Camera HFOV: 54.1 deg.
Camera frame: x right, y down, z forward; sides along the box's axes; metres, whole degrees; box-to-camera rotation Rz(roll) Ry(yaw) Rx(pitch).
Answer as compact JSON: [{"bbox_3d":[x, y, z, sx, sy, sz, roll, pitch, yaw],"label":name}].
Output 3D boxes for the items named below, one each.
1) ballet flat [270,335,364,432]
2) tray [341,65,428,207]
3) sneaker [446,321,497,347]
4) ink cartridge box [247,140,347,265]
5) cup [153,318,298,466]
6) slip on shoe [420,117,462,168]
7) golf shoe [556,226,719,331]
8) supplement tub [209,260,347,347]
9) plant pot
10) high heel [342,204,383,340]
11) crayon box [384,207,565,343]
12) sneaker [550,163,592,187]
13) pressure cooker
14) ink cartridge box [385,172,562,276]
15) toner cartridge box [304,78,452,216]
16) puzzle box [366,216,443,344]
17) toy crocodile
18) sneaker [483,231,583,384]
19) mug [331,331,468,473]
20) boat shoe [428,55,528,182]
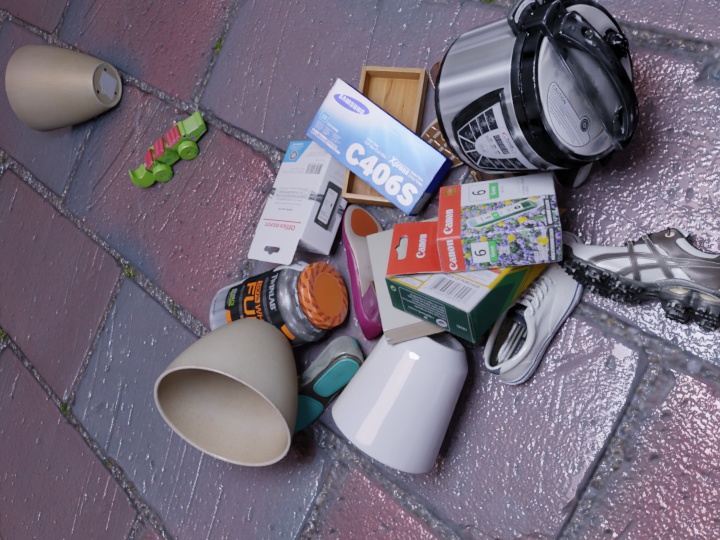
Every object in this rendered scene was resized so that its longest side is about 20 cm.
[{"bbox_3d":[-0.069,0.173,1.056,0.200,0.067,0.064,-43,30,20],"label":"ballet flat"},{"bbox_3d":[0.038,-0.199,1.052,0.097,0.037,0.204,7,84,17],"label":"tray"},{"bbox_3d":[0.115,0.028,0.947,0.085,0.079,0.199,-38,43,-19],"label":"sneaker"},{"bbox_3d":[-0.087,-0.095,1.090,0.115,0.067,0.203,8,74,46],"label":"ink cartridge box"},{"bbox_3d":[-0.165,0.153,0.989,0.198,0.201,0.144,-17,31,32],"label":"cup"},{"bbox_3d":[0.161,-0.210,0.967,0.076,0.061,0.200,50,131,-1],"label":"slip on shoe"},{"bbox_3d":[0.318,-0.008,0.790,0.197,0.078,0.096,21,80,23],"label":"golf shoe"},{"bbox_3d":[-0.124,0.059,1.075,0.198,0.122,0.125,-19,68,32],"label":"supplement tub"},{"bbox_3d":[-0.630,-0.404,1.547,0.196,0.187,0.191,3,80,22],"label":"plant pot"},{"bbox_3d":[0.000,0.000,1.044,0.097,0.066,0.202,115,152,-46],"label":"high heel"},{"bbox_3d":[0.141,-0.013,0.839,0.125,0.052,0.200,22,53,41],"label":"crayon box"},{"bbox_3d":[0.279,-0.203,0.867,0.075,0.080,0.204,22,112,52],"label":"sneaker"},{"bbox_3d":[0.197,-0.198,0.765,0.199,0.173,0.182,6,98,56],"label":"pressure cooker"},{"bbox_3d":[0.125,-0.052,0.807,0.196,0.051,0.110,-6,37,14],"label":"ink cartridge box"},{"bbox_3d":[0.024,-0.174,0.998,0.199,0.043,0.096,39,104,15],"label":"toner cartridge box"},{"bbox_3d":[0.081,0.005,0.904,0.131,0.026,0.201,-14,37,4],"label":"puzzle box"},{"bbox_3d":[-0.372,-0.234,1.369,0.199,0.061,0.068,-35,61,25],"label":"toy crocodile"},{"bbox_3d":[0.213,0.044,0.856,0.072,0.070,0.203,23,91,38],"label":"sneaker"},{"bbox_3d":[0.050,0.138,0.903,0.186,0.148,0.155,37,105,38],"label":"mug"},{"bbox_3d":[0.140,-0.174,0.914,0.070,0.070,0.202,-26,100,37],"label":"boat shoe"}]
